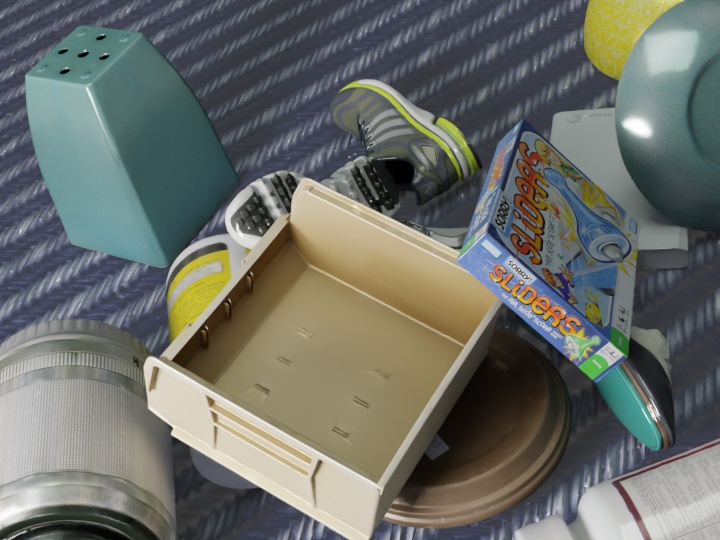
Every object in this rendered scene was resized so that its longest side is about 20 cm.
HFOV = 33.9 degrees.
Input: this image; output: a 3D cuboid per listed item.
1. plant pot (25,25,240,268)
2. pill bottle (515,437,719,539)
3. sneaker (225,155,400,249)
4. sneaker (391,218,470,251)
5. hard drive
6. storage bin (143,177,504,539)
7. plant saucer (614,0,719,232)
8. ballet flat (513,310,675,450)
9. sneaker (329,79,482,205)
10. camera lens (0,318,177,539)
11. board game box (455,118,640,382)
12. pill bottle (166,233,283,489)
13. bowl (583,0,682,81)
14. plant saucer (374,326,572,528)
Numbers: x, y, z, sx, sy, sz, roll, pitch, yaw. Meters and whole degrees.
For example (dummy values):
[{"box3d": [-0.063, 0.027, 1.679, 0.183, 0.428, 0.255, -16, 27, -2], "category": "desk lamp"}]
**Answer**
[{"box3d": [-0.239, -0.134, 1.187, 0.140, 0.201, 0.142, 13, 50, 30], "category": "plant pot"}, {"box3d": [0.207, 0.176, 0.757, 0.198, 0.110, 0.110, -21, 41, -1], "category": "pill bottle"}, {"box3d": [-0.049, -0.045, 1.040, 0.081, 0.076, 0.199, -30, -10, 39], "category": "sneaker"}, {"box3d": [0.076, -0.005, 1.008, 0.197, 0.087, 0.076, -3, 80, 15], "category": "sneaker"}, {"box3d": [0.235, -0.079, 1.085, 0.130, 0.026, 0.201, -2, 45, 18], "category": "hard drive"}, {"box3d": [-0.024, 0.057, 0.855, 0.197, 0.094, 0.200, 27, 54, 15], "category": "storage bin"}, {"box3d": [0.312, -0.132, 0.989, 0.199, 0.203, 0.039, -27, 10, -10], "category": "plant saucer"}, {"box3d": [0.196, 0.058, 0.921, 0.073, 0.074, 0.200, -29, 40, -12], "category": "ballet flat"}, {"box3d": [0.027, -0.129, 1.184, 0.081, 0.074, 0.199, -40, 44, -18], "category": "sneaker"}, {"box3d": [-0.221, 0.157, 0.897, 0.158, 0.161, 0.201, -17, 41, 2], "category": "camera lens"}, {"box3d": [0.147, -0.022, 0.890, 0.034, 0.135, 0.201, -45, 11, 32], "category": "board game box"}, {"box3d": [-0.101, 0.072, 0.979, 0.113, 0.115, 0.201, -17, 41, 2], "category": "pill bottle"}, {"box3d": [0.324, -0.291, 1.219, 0.198, 0.108, 0.201, -10, 42, 9], "category": "bowl"}, {"box3d": [0.062, 0.107, 0.906, 0.197, 0.030, 0.201, -8, 42, 7], "category": "plant saucer"}]
